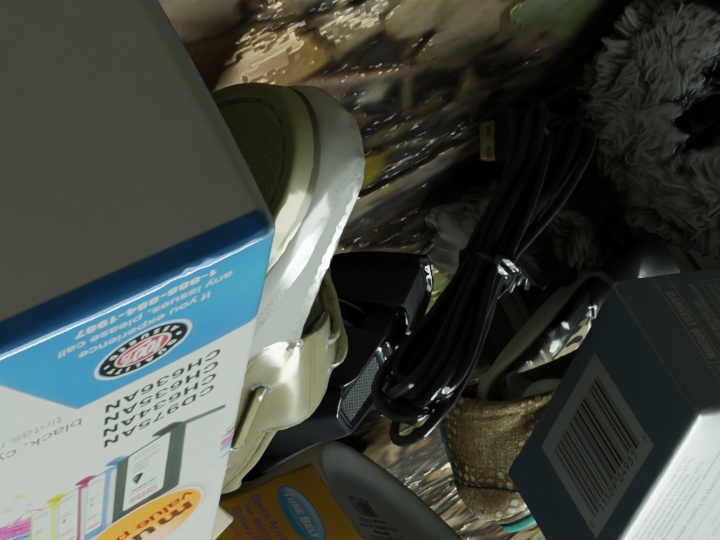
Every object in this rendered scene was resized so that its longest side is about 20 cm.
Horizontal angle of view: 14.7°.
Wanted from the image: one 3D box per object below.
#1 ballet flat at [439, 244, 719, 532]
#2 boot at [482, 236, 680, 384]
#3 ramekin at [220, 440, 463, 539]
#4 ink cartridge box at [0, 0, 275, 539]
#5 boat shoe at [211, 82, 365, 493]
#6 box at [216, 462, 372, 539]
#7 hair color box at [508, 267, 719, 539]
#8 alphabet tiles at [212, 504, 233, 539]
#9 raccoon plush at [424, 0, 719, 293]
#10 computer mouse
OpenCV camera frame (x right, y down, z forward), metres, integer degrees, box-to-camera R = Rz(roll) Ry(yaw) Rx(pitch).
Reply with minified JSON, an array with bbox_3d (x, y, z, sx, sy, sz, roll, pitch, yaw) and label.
[{"bbox_3d":[0.114,0.017,1.013,0.200,0.065,0.071,-34,-170,-4],"label":"ballet flat"},{"bbox_3d":[0.123,0.009,1.124,0.150,0.073,0.200,-31,155,3],"label":"boot"},{"bbox_3d":[0.000,0.162,1.139,0.105,0.200,0.200,-44,158,10],"label":"ramekin"},{"bbox_3d":[-0.122,0.005,0.659,0.147,0.145,0.200,-25,160,-18],"label":"ink cartridge box"},{"bbox_3d":[-0.040,0.010,0.863,0.068,0.075,0.200,8,146,-25],"label":"boat shoe"},{"bbox_3d":[-0.087,0.133,0.964,0.200,0.042,0.119,-22,159,-39],"label":"box"},{"bbox_3d":[0.161,0.047,0.966,0.200,0.061,0.099,-6,140,-32],"label":"hair color box"},{"bbox_3d":[-0.135,0.098,0.830,0.167,0.008,0.200,-47,123,-4],"label":"alphabet tiles"},{"bbox_3d":[0.127,-0.064,0.988,0.200,0.097,0.134,-9,-168,40],"label":"raccoon plush"},{"bbox_3d":[0.000,0.000,0.948,0.141,0.046,0.200,-58,-164,-21],"label":"computer mouse"}]
